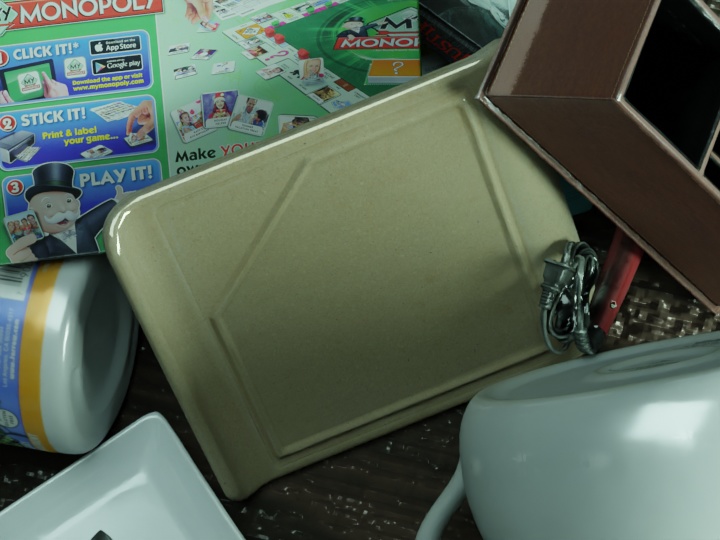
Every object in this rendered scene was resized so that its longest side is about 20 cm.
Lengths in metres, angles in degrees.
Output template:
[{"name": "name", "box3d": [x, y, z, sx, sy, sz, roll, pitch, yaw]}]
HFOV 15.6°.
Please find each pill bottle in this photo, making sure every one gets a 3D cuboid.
[{"name": "pill bottle", "box3d": [-0.214, 0.019, 1.249, 0.200, 0.112, 0.112, 8, 70, 13]}]

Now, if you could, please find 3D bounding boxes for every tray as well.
[{"name": "tray", "box3d": [-0.149, 0.163, 1.229, 0.200, 0.022, 0.107, -33, 68, -5]}]

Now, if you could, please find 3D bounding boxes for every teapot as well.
[{"name": "teapot", "box3d": [0.138, 0.109, 1.133, 0.197, 0.200, 0.146, -12, 94, -15]}]

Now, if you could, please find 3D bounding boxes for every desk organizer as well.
[{"name": "desk organizer", "box3d": [0.147, -0.054, 1.165, 0.077, 0.200, 0.072, 6, 66, 45]}]

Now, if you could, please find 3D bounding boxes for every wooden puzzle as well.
[{"name": "wooden puzzle", "box3d": [0.000, 0.000, 1.192, 0.200, 0.185, 0.037, -25, 40, -3]}]

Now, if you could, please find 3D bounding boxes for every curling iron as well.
[{"name": "curling iron", "box3d": [0.133, -0.038, 1.233, 0.026, 0.050, 0.200, 9, 49, 31]}]

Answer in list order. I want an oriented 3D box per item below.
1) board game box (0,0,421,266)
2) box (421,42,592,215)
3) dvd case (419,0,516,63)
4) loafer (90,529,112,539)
[{"name": "board game box", "box3d": [-0.071, -0.079, 1.168, 0.200, 0.135, 0.029, -7, 26, -9]}, {"name": "box", "box3d": [0.038, -0.109, 1.277, 0.082, 0.049, 0.200, -17, 63, -27]}, {"name": "dvd case", "box3d": [0.029, -0.174, 1.234, 0.200, 0.022, 0.146, 32, 48, -19]}, {"name": "loafer", "box3d": [-0.047, 0.177, 1.167, 0.200, 0.073, 0.072, 20, 78, 2]}]
